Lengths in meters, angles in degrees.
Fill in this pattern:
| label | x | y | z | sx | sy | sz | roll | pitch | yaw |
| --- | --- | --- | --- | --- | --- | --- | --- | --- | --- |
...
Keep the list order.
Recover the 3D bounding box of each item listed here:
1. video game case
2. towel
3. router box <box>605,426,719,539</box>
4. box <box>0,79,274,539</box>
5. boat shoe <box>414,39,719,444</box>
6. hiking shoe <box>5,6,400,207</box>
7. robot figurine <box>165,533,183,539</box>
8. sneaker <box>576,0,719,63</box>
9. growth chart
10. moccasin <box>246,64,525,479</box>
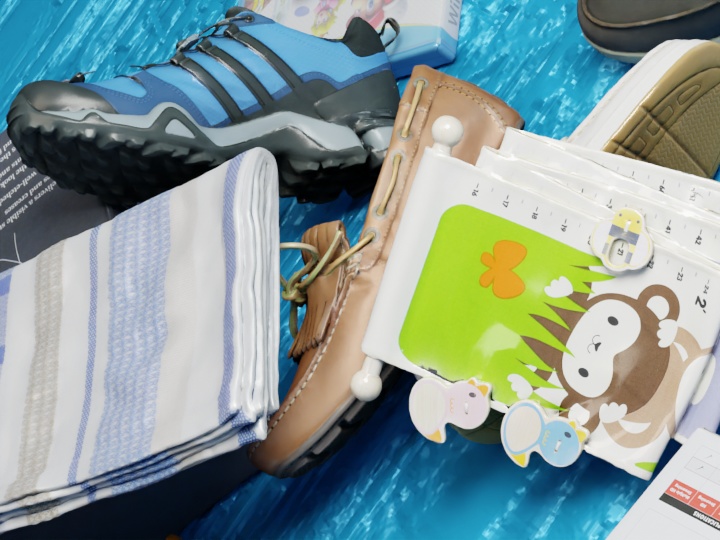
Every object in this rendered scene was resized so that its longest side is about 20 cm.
| label | x | y | z | sx | sy | sz | roll | pitch | yaw |
| --- | --- | --- | --- | --- | --- | --- | --- | --- | --- |
| video game case | -0.002 | -0.180 | 1.346 | 0.143 | 0.018 | 0.200 | -14 | 57 | 36 |
| towel | -0.115 | 0.037 | 1.155 | 0.200 | 0.024 | 0.147 | -23 | 51 | 31 |
| router box | 0.145 | 0.168 | 0.943 | 0.180 | 0.049 | 0.200 | -48 | 41 | -13 |
| box | -0.142 | 0.036 | 1.276 | 0.148 | 0.107 | 0.200 | -37 | 45 | 18 |
| boat shoe | 0.086 | -0.024 | 1.130 | 0.200 | 0.071 | 0.069 | -54 | 42 | 5 |
| hiking shoe | -0.073 | -0.080 | 1.225 | 0.074 | 0.199 | 0.087 | -41 | 53 | 56 |
| robot figurine | -0.117 | 0.203 | 1.126 | 0.145 | 0.058 | 0.200 | 15 | 45 | 44 |
| sneaker | 0.160 | -0.162 | 1.120 | 0.200 | 0.106 | 0.075 | -22 | 52 | 32 |
| growth chart | 0.096 | 0.014 | 1.071 | 0.200 | 0.018 | 0.145 | 12 | 94 | 22 |
| moccasin | 0.000 | 0.000 | 1.176 | 0.078 | 0.074 | 0.202 | 27 | 84 | 4 |
